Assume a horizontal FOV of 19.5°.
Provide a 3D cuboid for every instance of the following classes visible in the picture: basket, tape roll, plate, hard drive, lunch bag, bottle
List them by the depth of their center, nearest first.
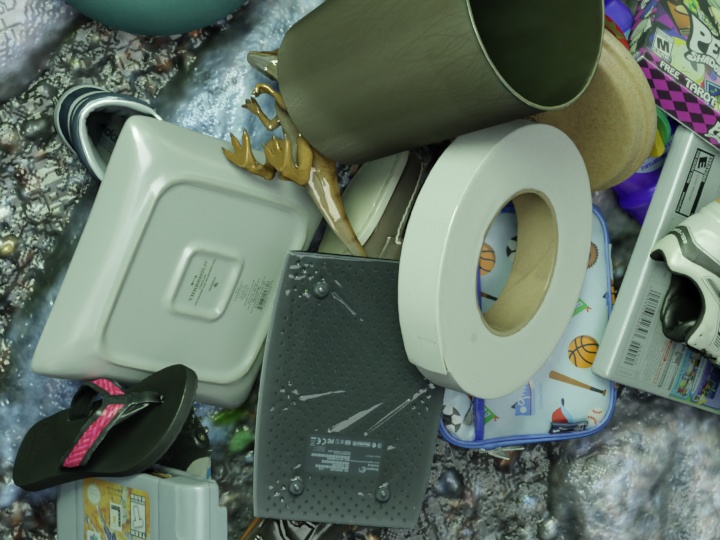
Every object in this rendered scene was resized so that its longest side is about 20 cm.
[{"bbox_3d":[0.048,-0.155,1.432,0.136,0.199,0.181,33,52,-31],"label":"basket"},{"bbox_3d":[0.098,-0.008,1.491,0.202,0.037,0.204,-25,123,-47],"label":"tape roll"},{"bbox_3d":[-0.008,0.084,1.515,0.134,0.042,0.202,5,105,-8],"label":"hard drive"},{"bbox_3d":[-0.119,0.004,1.516,0.199,0.032,0.201,14,103,-42],"label":"plate"},{"bbox_3d":[0.115,0.043,1.616,0.159,0.076,0.202,-3,94,-11],"label":"lunch bag"},{"bbox_3d":[0.208,-0.109,1.625,0.083,0.065,0.201,-29,104,-4],"label":"bottle"}]

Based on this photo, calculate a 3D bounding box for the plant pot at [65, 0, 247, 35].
[{"bbox_3d":[-0.157,-0.261,1.461,0.198,0.135,0.202,1,100,7],"label":"plant pot"}]

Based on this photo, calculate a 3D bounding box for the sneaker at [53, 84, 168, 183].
[{"bbox_3d":[-0.135,-0.063,1.527,0.199,0.108,0.070,36,86,-14],"label":"sneaker"}]

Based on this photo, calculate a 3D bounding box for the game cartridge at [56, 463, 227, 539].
[{"bbox_3d":[-0.160,0.203,1.500,0.041,0.199,0.134,1,93,-37],"label":"game cartridge"}]

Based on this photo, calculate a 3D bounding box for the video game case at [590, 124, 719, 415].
[{"bbox_3d":[0.273,0.005,1.633,0.181,0.022,0.201,18,92,-42],"label":"video game case"}]

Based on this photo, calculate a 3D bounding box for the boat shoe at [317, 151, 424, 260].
[{"bbox_3d":[0.000,0.000,1.587,0.059,0.072,0.201,26,90,-22],"label":"boat shoe"}]

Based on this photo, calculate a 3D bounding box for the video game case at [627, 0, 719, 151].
[{"bbox_3d":[0.298,-0.158,1.610,0.199,0.036,0.182,34,47,-14],"label":"video game case"}]

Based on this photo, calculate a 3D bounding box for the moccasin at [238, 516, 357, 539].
[{"bbox_3d":[-0.027,0.174,1.597,0.073,0.078,0.202,36,90,1],"label":"moccasin"}]

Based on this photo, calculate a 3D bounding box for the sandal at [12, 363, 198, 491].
[{"bbox_3d":[-0.193,0.112,1.491,0.045,0.199,0.076,37,48,-33],"label":"sandal"}]

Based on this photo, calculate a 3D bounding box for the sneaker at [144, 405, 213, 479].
[{"bbox_3d":[-0.140,0.178,1.551,0.072,0.072,0.201,2,64,-45],"label":"sneaker"}]

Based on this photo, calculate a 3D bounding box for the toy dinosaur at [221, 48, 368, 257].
[{"bbox_3d":[-0.035,-0.076,1.502,0.106,0.060,0.201,-9,75,-51],"label":"toy dinosaur"}]

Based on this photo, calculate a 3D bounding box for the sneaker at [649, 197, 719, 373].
[{"bbox_3d":[0.268,0.042,1.591,0.087,0.076,0.201,-27,119,-12],"label":"sneaker"}]

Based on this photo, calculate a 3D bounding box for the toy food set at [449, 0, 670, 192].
[{"bbox_3d":[0.128,-0.133,1.549,0.049,0.199,0.199,-58,136,-37],"label":"toy food set"}]
